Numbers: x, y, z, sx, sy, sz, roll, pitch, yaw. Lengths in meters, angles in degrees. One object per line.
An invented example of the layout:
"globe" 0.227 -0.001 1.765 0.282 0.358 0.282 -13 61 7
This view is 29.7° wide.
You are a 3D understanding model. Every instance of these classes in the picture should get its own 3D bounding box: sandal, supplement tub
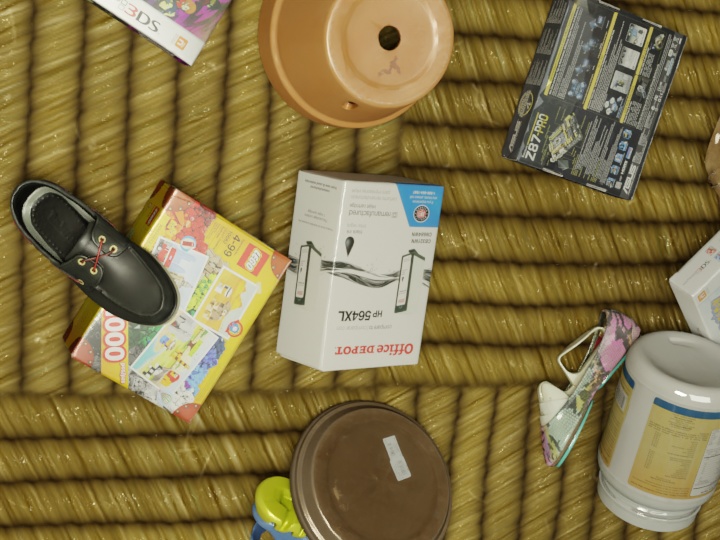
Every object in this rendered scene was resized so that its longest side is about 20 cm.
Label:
"sandal" -0.042 0.304 1.511 0.199 0.080 0.087 32 127 -9
"supplement tub" 0.359 0.187 1.582 0.144 0.145 0.201 0 120 -19

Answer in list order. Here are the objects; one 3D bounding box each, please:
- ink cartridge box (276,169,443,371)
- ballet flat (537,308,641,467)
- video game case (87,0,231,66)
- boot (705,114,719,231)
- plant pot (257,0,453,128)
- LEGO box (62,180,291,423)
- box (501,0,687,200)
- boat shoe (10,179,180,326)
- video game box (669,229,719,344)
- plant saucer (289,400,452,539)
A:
"ink cartridge box" 0.000 0.000 1.445 0.145 0.084 0.201 -1 102 -41
"ballet flat" 0.254 0.132 1.601 0.071 0.069 0.201 34 85 -4
"video game case" -0.194 -0.337 1.355 0.181 0.036 0.201 32 89 -23
"boot" 0.443 -0.104 1.624 0.075 0.074 0.201 14 103 9
"plant pot" 0.008 -0.241 1.390 0.199 0.140 0.201 -4 102 -19
"LEGO box" -0.191 0.031 1.410 0.149 0.077 0.201 32 90 -22
"box" 0.266 -0.197 1.539 0.160 0.049 0.201 15 96 -23
"boat shoe" -0.262 -0.015 1.326 0.201 0.063 0.074 39 90 14
"video game box" 0.465 0.013 1.614 0.182 0.047 0.200 -42 136 -5
"plant saucer" 0.018 0.237 1.497 0.199 0.029 0.201 11 63 -22
